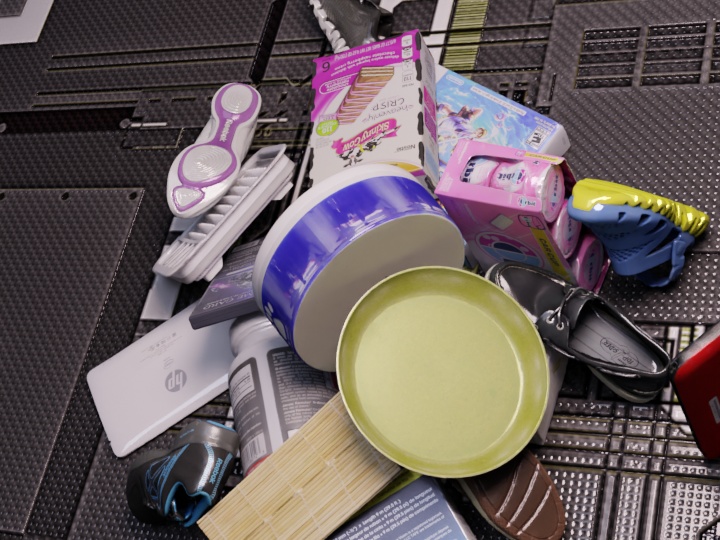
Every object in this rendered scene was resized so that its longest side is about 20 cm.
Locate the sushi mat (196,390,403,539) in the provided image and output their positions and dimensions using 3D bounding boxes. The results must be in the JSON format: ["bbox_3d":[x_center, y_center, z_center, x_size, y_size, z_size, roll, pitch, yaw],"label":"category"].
[{"bbox_3d":[-0.058,0.210,1.141,0.200,0.012,0.096,-43,66,12],"label":"sushi mat"}]

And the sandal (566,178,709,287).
[{"bbox_3d":[0.264,-0.034,1.176,0.079,0.200,0.087,25,98,46],"label":"sandal"}]

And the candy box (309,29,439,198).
[{"bbox_3d":[0.015,-0.163,1.376,0.136,0.061,0.201,-13,56,19],"label":"candy box"}]

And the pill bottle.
[{"bbox_3d":[-0.074,0.139,1.259,0.115,0.116,0.201,-22,55,11],"label":"pill bottle"}]

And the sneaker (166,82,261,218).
[{"bbox_3d":[-0.170,-0.129,1.474,0.075,0.100,0.200,22,56,6],"label":"sneaker"}]

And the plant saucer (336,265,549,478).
[{"bbox_3d":[0.074,0.094,1.125,0.199,0.031,0.201,4,67,-9],"label":"plant saucer"}]

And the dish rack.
[{"bbox_3d":[-0.153,-0.059,1.419,0.200,0.044,0.172,-50,14,-9],"label":"dish rack"}]

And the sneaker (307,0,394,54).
[{"bbox_3d":[-0.006,-0.308,1.529,0.090,0.067,0.201,-26,58,5],"label":"sneaker"}]

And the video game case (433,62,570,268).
[{"bbox_3d":[0.102,-0.123,1.379,0.200,0.045,0.181,32,79,35],"label":"video game case"}]

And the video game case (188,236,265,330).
[{"bbox_3d":[-0.098,-0.002,1.345,0.142,0.019,0.200,-17,20,15],"label":"video game case"}]

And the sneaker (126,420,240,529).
[{"bbox_3d":[-0.192,0.222,1.238,0.200,0.073,0.082,-45,27,47],"label":"sneaker"}]

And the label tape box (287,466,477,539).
[{"bbox_3d":[0.031,0.262,1.144,0.143,0.066,0.200,-33,65,5],"label":"label tape box"}]

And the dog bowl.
[{"bbox_3d":[0.000,0.000,1.185,0.200,0.200,0.079,-39,54,-1],"label":"dog bowl"}]

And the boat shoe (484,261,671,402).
[{"bbox_3d":[0.208,0.049,1.157,0.199,0.066,0.075,40,69,6],"label":"boat shoe"}]

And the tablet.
[{"bbox_3d":[-0.215,0.113,1.404,0.200,0.014,0.130,-34,53,4],"label":"tablet"}]

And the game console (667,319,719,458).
[{"bbox_3d":[0.322,0.044,1.080,0.172,0.200,0.119,-39,52,0],"label":"game console"}]

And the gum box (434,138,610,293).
[{"bbox_3d":[0.162,-0.047,1.206,0.113,0.200,0.066,13,68,33],"label":"gum box"}]

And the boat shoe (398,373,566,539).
[{"bbox_3d":[0.112,0.180,1.162,0.075,0.075,0.202,-39,84,-16],"label":"boat shoe"}]

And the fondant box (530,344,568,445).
[{"bbox_3d":[0.107,0.083,1.245,0.199,0.058,0.145,9,66,28],"label":"fondant box"}]
